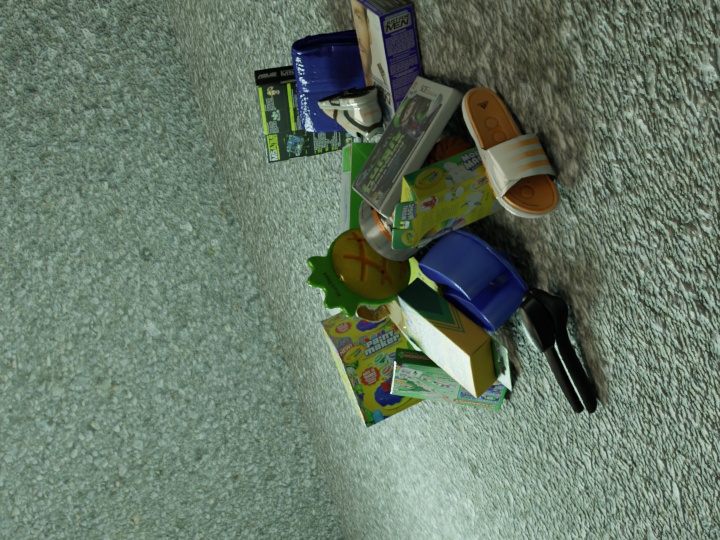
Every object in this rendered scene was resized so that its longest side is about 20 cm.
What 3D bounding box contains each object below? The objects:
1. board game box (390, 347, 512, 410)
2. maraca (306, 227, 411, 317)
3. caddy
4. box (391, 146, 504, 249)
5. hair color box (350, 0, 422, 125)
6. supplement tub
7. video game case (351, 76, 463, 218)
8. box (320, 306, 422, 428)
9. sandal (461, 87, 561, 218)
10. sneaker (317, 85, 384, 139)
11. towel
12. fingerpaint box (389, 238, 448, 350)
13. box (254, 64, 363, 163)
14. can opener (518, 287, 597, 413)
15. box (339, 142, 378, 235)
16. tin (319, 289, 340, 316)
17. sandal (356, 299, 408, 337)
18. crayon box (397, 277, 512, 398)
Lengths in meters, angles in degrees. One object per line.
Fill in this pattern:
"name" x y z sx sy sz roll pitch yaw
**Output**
"board game box" 0.152 0.187 1.753 0.135 0.196 0.030 94 -175 -60
"maraca" 0.000 0.000 1.615 0.138 0.199 0.107 50 138 14
"caddy" 0.178 0.004 1.548 0.142 0.105 0.200 49 172 -23
"box" 0.126 -0.103 1.378 0.049 0.197 0.118 57 162 27
"hair color box" 0.046 -0.329 1.598 0.109 0.064 0.203 -130 24 -51
"supplement tub" 0.094 -0.109 1.534 0.200 0.121 0.124 -39 73 47
"video game case" 0.064 -0.186 1.499 0.023 0.202 0.182 29 -173 -19
"box" 0.054 0.159 1.969 0.122 0.197 0.195 -127 14 -59
"sandal" 0.188 -0.161 1.310 0.059 0.078 0.209 94 152 -65
"sneaker" -0.016 -0.254 1.675 0.200 0.073 0.081 -145 33 -71
"towel" -0.041 -0.327 1.772 0.202 0.145 0.050 87 179 -53
"fingerpaint box" 0.131 0.058 1.741 0.167 0.073 0.201 51 152 18
"box" -0.091 -0.293 1.874 0.202 0.189 0.048 86 174 -53
"can opener" 0.277 0.115 1.441 0.202 0.078 0.063 62 159 -17
"box" 0.018 -0.117 1.772 0.176 0.095 0.204 -145 57 -81
"tin" -0.054 0.094 2.622 0.201 0.041 0.113 55 157 39
"sandal" 0.025 0.061 1.768 0.211 0.069 0.078 42 148 34
"crayon box" 0.148 0.114 1.605 0.199 0.051 0.127 39 159 34
